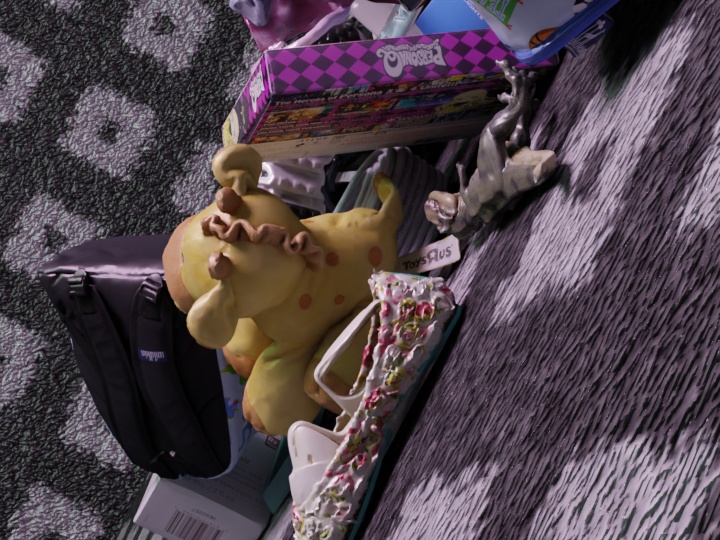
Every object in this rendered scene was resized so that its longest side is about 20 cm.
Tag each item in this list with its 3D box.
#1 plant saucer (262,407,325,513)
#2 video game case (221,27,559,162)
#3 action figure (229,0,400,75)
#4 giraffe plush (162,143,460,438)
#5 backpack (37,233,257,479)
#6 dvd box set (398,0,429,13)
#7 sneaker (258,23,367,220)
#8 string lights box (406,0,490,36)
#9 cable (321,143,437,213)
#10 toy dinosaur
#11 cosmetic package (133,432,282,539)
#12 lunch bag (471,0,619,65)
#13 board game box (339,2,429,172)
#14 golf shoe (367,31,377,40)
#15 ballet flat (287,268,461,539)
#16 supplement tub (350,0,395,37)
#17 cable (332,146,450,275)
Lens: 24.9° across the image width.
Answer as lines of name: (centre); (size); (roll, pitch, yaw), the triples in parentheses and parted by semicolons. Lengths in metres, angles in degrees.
plant saucer: (-0.044, 0.113, 1.370); (0.070, 0.019, 0.200); (-58, 9, 37)
video game case: (0.014, -0.120, 1.135); (0.181, 0.199, 0.036); (141, 120, -73)
action figure: (0.004, -0.229, 1.217); (0.134, 0.200, 0.149); (-22, 79, 41)
giraffe plush: (-0.059, 0.007, 1.080); (0.200, 0.162, 0.173); (-39, 53, 31)
backpack: (-0.142, 0.069, 1.268); (0.154, 0.163, 0.201); (-44, -51, -61)
dvd box set: (0.119, -0.277, 1.204); (0.200, 0.029, 0.146); (-39, -3, -39)
sneaker: (-0.050, -0.097, 1.263); (0.081, 0.075, 0.201); (9, 79, 70)
string lights box: (0.109, -0.208, 1.134); (0.103, 0.059, 0.200); (-42, 1, -17)
cable: (0.025, -0.121, 1.355); (0.163, 0.051, 0.200); (-24, -24, -52)
toy dinosaur: (0.088, -0.072, 0.975); (0.200, 0.047, 0.088); (145, 137, -75)
cosmetic package: (-0.113, 0.150, 1.405); (0.074, 0.101, 0.200); (-57, 11, 39)
lunch bag: (0.135, -0.203, 0.915); (0.160, 0.076, 0.200); (-37, 19, 22)
board game box: (0.051, -0.174, 1.402); (0.135, 0.028, 0.200); (-9, -46, -53)
golf shoe: (0.055, -0.221, 1.574); (0.078, 0.094, 0.200); (-64, 8, -14)
ballet flat: (-0.006, 0.089, 0.988); (0.201, 0.064, 0.076); (-65, 8, -7)
supplement tub: (0.070, -0.309, 1.454); (0.200, 0.145, 0.145); (-47, 5, -9)
cable: (0.000, 0.000, 1.257); (0.200, 0.069, 0.200); (-61, 8, 9)
